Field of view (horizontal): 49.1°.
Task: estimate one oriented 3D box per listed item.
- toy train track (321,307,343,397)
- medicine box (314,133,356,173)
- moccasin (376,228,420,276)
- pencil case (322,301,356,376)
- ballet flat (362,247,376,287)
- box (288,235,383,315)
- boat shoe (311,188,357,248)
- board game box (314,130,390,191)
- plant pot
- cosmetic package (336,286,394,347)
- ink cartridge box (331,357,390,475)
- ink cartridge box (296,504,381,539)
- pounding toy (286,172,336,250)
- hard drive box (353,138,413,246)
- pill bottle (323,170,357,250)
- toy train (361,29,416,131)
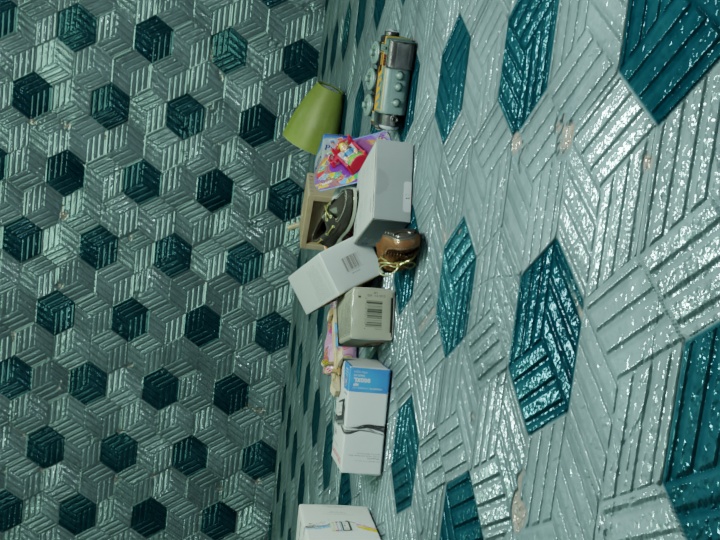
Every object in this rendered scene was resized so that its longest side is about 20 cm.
[{"bbox_3d":[-0.062,0.163,1.613,0.116,0.032,0.203,107,164,-49],"label":"toy train track"},{"bbox_3d":[-0.075,-0.253,2.225,0.182,0.101,0.204,126,147,-71],"label":"medicine box"},{"bbox_3d":[0.063,-0.029,1.387,0.201,0.072,0.080,152,114,-75],"label":"moccasin"},{"bbox_3d":[-0.042,0.155,1.878,0.087,0.086,0.204,143,132,-77],"label":"pencil case"},{"bbox_3d":[0.000,0.000,1.776,0.202,0.056,0.067,108,163,-51],"label":"ballet flat"},{"bbox_3d":[-0.056,0.009,1.706,0.099,0.123,0.200,62,152,2],"label":"box"},{"bbox_3d":[-0.055,-0.109,1.683,0.202,0.059,0.073,119,154,-56],"label":"boat shoe"},{"bbox_3d":[-0.029,-0.254,1.736,0.039,0.197,0.160,51,-135,-36],"label":"board game box"},{"bbox_3d":[-0.134,-0.506,2.588,0.188,0.184,0.203,-104,37,-63],"label":"plant pot"},{"bbox_3d":[0.006,0.099,1.600,0.200,0.085,0.106,145,128,-76],"label":"cosmetic package"},{"bbox_3d":[-0.001,0.282,1.543,0.145,0.082,0.205,-177,93,-81],"label":"ink cartridge box"},{"bbox_3d":[-0.044,0.544,1.465,0.200,0.142,0.151,-149,65,-79],"label":"ink cartridge box"},{"bbox_3d":[-0.084,-0.137,1.977,0.143,0.180,0.203,-97,16,-52],"label":"pounding toy"},{"bbox_3d":[0.042,-0.146,1.557,0.200,0.075,0.159,133,142,-75],"label":"hard drive box"},{"bbox_3d":[-0.018,-0.126,1.805,0.111,0.107,0.203,-97,16,-51],"label":"pill bottle"},{"bbox_3d":[0.059,-0.383,1.599,0.114,0.083,0.204,-134,50,-65],"label":"toy train"}]
